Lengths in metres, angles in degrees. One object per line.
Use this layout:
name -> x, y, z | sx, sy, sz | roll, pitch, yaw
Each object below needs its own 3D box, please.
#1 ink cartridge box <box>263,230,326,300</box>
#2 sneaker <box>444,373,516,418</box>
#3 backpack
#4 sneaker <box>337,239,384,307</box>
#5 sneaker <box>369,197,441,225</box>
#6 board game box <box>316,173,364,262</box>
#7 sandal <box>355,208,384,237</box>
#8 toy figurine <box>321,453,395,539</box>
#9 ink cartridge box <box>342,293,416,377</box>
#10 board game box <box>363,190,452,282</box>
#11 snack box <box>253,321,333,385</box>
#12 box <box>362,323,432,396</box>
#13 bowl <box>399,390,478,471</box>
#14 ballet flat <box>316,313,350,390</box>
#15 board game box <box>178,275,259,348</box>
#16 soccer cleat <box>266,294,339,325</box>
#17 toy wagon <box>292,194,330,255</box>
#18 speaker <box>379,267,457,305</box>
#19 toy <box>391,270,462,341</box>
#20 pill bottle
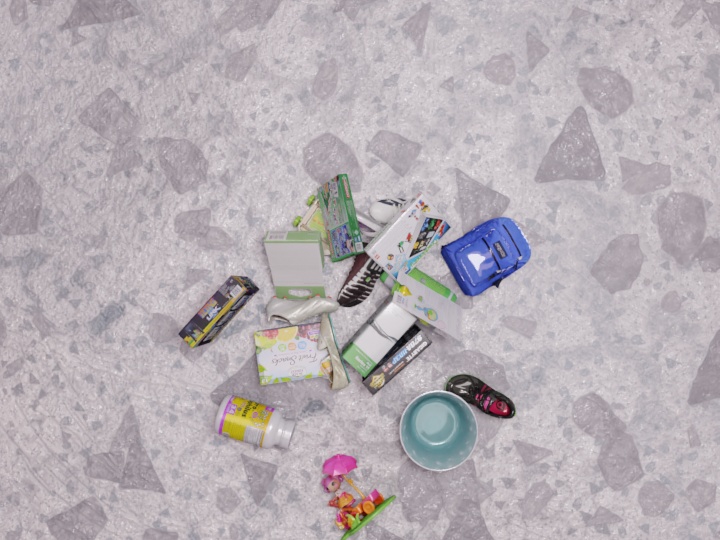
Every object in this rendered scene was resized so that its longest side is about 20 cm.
ink cartridge box -> -0.166, -0.011, 1.519 | 0.144, 0.048, 0.201 | 0, 131, 7
sneaker -> 0.318, 0.328, 1.505 | 0.198, 0.084, 0.077 | 21, 88, 2
backpack -> 0.335, -0.039, 1.481 | 0.199, 0.168, 0.164 | -29, 94, -3
sneaker -> 0.000, 0.000, 1.542 | 0.075, 0.116, 0.200 | 22, 123, -32
sneaker -> 0.121, -0.154, 1.508 | 0.197, 0.130, 0.080 | 16, 87, 2
board game box -> -0.054, -0.131, 1.475 | 0.029, 0.134, 0.202 | -11, 87, -29
sandal -> 0.022, -0.110, 1.522 | 0.202, 0.083, 0.050 | 31, 101, -10
toy figurine -> -0.037, 0.576, 1.506 | 0.200, 0.150, 0.184 | -47, 72, 24
ink cartridge box -> 0.046, 0.163, 1.490 | 0.083, 0.147, 0.200 | 42, 90, -1
board game box -> 0.120, -0.081, 1.437 | 0.200, 0.035, 0.126 | -46, 117, 2
snack box -> -0.175, 0.220, 1.541 | 0.198, 0.053, 0.144 | -8, 89, 0
box -> 0.089, 0.225, 1.480 | 0.200, 0.159, 0.046 | -42, 90, -1
bowl -> 0.198, 0.405, 1.496 | 0.199, 0.105, 0.203 | 0, 87, 2
ballet flat -> -0.080, 0.212, 1.484 | 0.062, 0.067, 0.202 | -17, 91, -10
board game box -> -0.362, 0.103, 1.496 | 0.057, 0.165, 0.200 | 43, 90, 2
soccer cleat -> -0.153, 0.110, 1.534 | 0.198, 0.069, 0.078 | -1, 61, 8
toy wagon -> -0.107, -0.102, 1.560 | 0.155, 0.040, 0.201 | 34, 90, 3
speaker -> 0.152, 0.046, 1.522 | 0.199, 0.088, 0.089 | 33, 89, 3
toy -> 0.160, 0.095, 1.432 | 0.199, 0.116, 0.047 | 33, 132, -15
pill bottle -> -0.274, 0.403, 1.513 | 0.198, 0.104, 0.105 | 17, 88, 2
